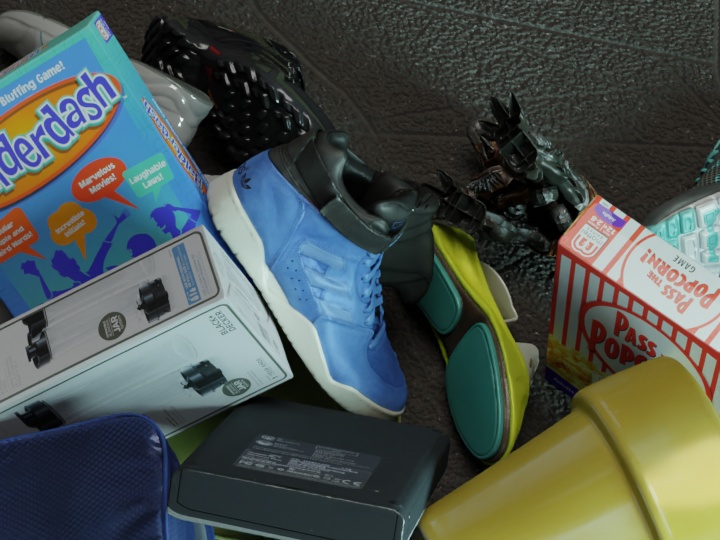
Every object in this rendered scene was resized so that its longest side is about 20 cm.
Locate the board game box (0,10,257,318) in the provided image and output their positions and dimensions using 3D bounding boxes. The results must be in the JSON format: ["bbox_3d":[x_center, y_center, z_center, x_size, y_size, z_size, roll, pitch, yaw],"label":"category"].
[{"bbox_3d":[-0.179,-0.042,1.605,0.152,0.201,0.045,-30,14,13],"label":"board game box"}]

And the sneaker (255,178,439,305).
[{"bbox_3d":[-0.045,-0.006,1.673,0.199,0.091,0.076,-3,22,7],"label":"sneaker"}]

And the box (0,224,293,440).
[{"bbox_3d":[-0.157,0.062,1.564,0.199,0.117,0.060,-27,55,8],"label":"box"}]

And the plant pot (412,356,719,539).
[{"bbox_3d":[0.140,0.177,1.536,0.188,0.201,0.201,-20,56,-6],"label":"plant pot"}]

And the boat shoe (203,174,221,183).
[{"bbox_3d":[-0.081,-0.037,1.742,0.199,0.072,0.069,7,30,4],"label":"boat shoe"}]

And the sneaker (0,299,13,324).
[{"bbox_3d":[-0.243,-0.061,1.699,0.114,0.073,0.201,21,72,15],"label":"sneaker"}]

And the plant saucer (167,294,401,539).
[{"bbox_3d":[-0.073,0.103,1.651,0.199,0.031,0.201,4,51,-5],"label":"plant saucer"}]

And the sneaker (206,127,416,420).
[{"bbox_3d":[0.000,0.000,1.601,0.200,0.111,0.077,56,19,-15],"label":"sneaker"}]

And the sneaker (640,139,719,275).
[{"bbox_3d":[0.274,-0.057,1.823,0.199,0.078,0.091,-20,42,-27],"label":"sneaker"}]

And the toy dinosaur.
[{"bbox_3d":[0.127,-0.054,1.750,0.200,0.135,0.103,24,88,48],"label":"toy dinosaur"}]

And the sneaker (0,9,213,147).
[{"bbox_3d":[-0.198,-0.128,1.786,0.200,0.070,0.081,29,96,33],"label":"sneaker"}]

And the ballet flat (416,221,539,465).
[{"bbox_3d":[0.085,0.046,1.707,0.067,0.067,0.201,5,46,-33],"label":"ballet flat"}]

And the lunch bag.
[{"bbox_3d":[-0.159,0.191,1.503,0.135,0.133,0.201,-11,50,8],"label":"lunch bag"}]

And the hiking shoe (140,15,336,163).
[{"bbox_3d":[-0.066,-0.131,1.797,0.100,0.076,0.200,-14,42,-42],"label":"hiking shoe"}]

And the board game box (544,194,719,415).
[{"bbox_3d":[0.196,0.053,1.625,0.151,0.200,0.046,35,68,19],"label":"board game box"}]

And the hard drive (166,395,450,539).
[{"bbox_3d":[-0.026,0.122,1.520,0.139,0.033,0.200,10,12,8],"label":"hard drive"}]
